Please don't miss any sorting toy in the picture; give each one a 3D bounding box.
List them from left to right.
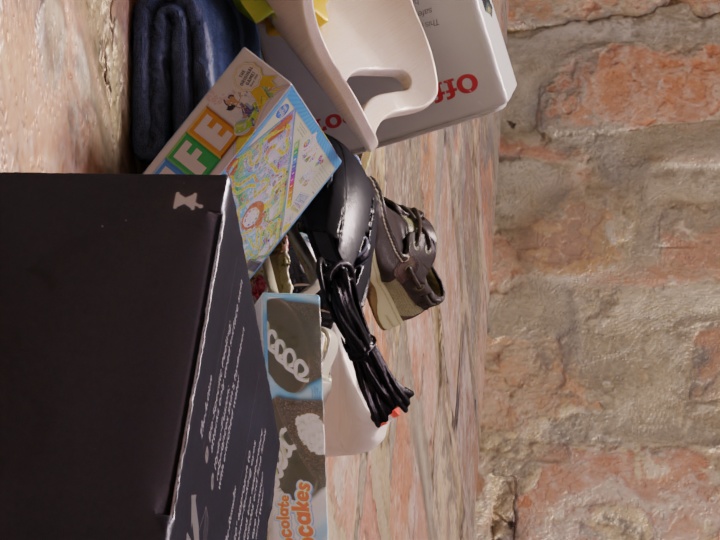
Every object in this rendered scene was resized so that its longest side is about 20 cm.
[{"bbox_3d":[-0.017,-0.163,1.507,0.181,0.106,0.200,61,26,-6],"label":"sorting toy"}]

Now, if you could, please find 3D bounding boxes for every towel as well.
[{"bbox_3d":[-0.091,-0.112,1.499,0.200,0.048,0.112,-22,111,-82],"label":"towel"}]

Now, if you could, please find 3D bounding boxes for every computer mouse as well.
[{"bbox_3d":[0.000,0.000,1.555,0.200,0.046,0.141,-106,176,-56],"label":"computer mouse"}]

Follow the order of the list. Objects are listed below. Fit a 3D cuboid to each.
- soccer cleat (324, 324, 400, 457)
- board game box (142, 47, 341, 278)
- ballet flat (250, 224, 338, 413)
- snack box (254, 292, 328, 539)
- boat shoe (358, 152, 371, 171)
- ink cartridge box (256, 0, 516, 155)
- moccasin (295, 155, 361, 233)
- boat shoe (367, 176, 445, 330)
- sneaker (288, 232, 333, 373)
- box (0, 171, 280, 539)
[{"bbox_3d":[-0.036,0.043,1.903,0.069,0.077,0.201,-9,80,-69],"label":"soccer cleat"},{"bbox_3d":[-0.076,-0.037,1.398,0.135,0.034,0.200,-52,169,-3],"label":"board game box"},{"bbox_3d":[-0.050,0.029,1.567,0.076,0.064,0.201,28,44,-71],"label":"ballet flat"},{"bbox_3d":[-0.049,0.125,1.441,0.116,0.037,0.201,130,-39,-65],"label":"snack box"},{"bbox_3d":[-0.027,-0.161,1.858,0.063,0.073,0.202,-147,-125,-87],"label":"boat shoe"},{"bbox_3d":[0.002,-0.184,1.634,0.083,0.145,0.201,-58,131,-75],"label":"ink cartridge box"},{"bbox_3d":[-0.033,-0.065,1.774,0.200,0.080,0.068,78,-11,-57],"label":"moccasin"},{"bbox_3d":[0.025,-0.022,1.897,0.200,0.064,0.074,72,-1,-67],"label":"boat shoe"},{"bbox_3d":[-0.055,0.009,1.731,0.200,0.077,0.087,98,-6,-68],"label":"sneaker"},{"bbox_3d":[-0.111,0.094,1.101,0.201,0.117,0.197,84,11,-50],"label":"box"}]
